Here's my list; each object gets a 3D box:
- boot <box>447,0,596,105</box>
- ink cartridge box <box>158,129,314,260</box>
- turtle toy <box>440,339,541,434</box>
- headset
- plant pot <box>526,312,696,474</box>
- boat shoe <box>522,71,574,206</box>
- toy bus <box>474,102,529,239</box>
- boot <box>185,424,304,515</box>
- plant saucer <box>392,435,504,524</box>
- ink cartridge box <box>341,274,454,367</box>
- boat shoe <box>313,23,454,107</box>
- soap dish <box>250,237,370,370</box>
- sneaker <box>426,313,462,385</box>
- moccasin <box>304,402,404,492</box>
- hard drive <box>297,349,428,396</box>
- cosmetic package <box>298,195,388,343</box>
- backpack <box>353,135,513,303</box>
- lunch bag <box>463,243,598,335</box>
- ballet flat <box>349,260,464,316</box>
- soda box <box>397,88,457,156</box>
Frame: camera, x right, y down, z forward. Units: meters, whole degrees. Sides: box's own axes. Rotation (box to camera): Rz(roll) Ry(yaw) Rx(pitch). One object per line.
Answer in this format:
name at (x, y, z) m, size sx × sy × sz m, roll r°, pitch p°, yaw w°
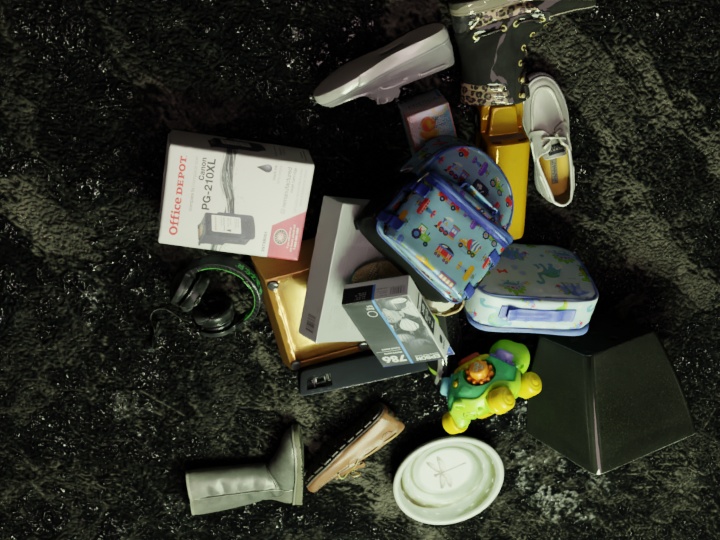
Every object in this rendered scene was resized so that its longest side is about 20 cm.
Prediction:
boot at (0.219, -0.308, 1.226) m, size 0.198 × 0.073 × 0.151 m, roll -9°, pitch 120°, yaw -4°
ink cartridge box at (-0.177, -0.105, 1.267) m, size 0.199 × 0.084 × 0.146 m, roll 7°, pitch 111°, yaw -12°
turtle toy at (0.207, 0.175, 1.445) m, size 0.146 × 0.199 × 0.102 m, roll -36°, pitch 78°, yaw 44°
headset at (-0.240, 0.057, 1.348) m, size 0.199 × 0.094 × 0.124 m, roll -25°, pitch 120°, yaw 25°
plant pot at (0.386, 0.180, 1.446) m, size 0.198 × 0.200 × 0.179 m, roll -17°, pitch 108°, yaw -19°
boat shoe at (0.274, -0.184, 1.306) m, size 0.070 × 0.070 × 0.201 m, roll -14°, pitch 118°, yaw -2°
toy bus at (0.202, -0.147, 1.308) m, size 0.065 × 0.078 × 0.201 m, roll -7°, pitch 125°, yaw -5°
boot at (-0.195, 0.339, 1.538) m, size 0.198 × 0.073 × 0.183 m, roll 2°, pitch 117°, yaw -2°
plant saucer at (0.152, 0.360, 1.606) m, size 0.199 × 0.050 × 0.201 m, roll -4°, pitch 120°, yaw -6°
ink cartridge box at (0.057, 0.084, 1.268) m, size 0.099 × 0.039 × 0.200 m, roll -10°, pitch 140°, yaw 22°
boat shoe at (0.034, -0.263, 1.232) m, size 0.199 × 0.072 × 0.069 m, roll -29°, pitch 120°, yaw -2°
soap dish at (-0.066, 0.050, 1.379) m, size 0.156 × 0.081 × 0.201 m, roll -14°, pitch 120°, yaw -1°
sneaker at (0.113, 0.095, 1.455) m, size 0.082 × 0.072 × 0.201 m, roll 12°, pitch 128°, yaw 24°
moccasin at (-0.012, 0.311, 1.545) m, size 0.201 × 0.074 × 0.078 m, roll -42°, pitch 109°, yaw 4°
hard drive at (-0.002, 0.150, 1.422) m, size 0.199 × 0.135 × 0.043 m, roll -11°, pitch 93°, yaw -5°
cosmetic package at (0.000, 0.000, 1.292) m, size 0.150 × 0.052 × 0.201 m, roll 2°, pitch 105°, yaw -39°
backpack at (0.122, -0.077, 1.202) m, size 0.183 × 0.134 × 0.200 m, roll 44°, pitch 79°, yaw -14°
lunch bag at (0.246, 0.029, 1.369) m, size 0.198 × 0.161 × 0.083 m, roll 2°, pitch 122°, yaw -11°
ballet flat at (0.076, 0.029, 1.289) m, size 0.199 × 0.065 × 0.071 m, roll 4°, pitch 111°, yaw -40°
soda box at (0.113, -0.151, 1.301) m, size 0.063 × 0.069 × 0.201 m, roll -19°, pitch 120°, yaw -1°
